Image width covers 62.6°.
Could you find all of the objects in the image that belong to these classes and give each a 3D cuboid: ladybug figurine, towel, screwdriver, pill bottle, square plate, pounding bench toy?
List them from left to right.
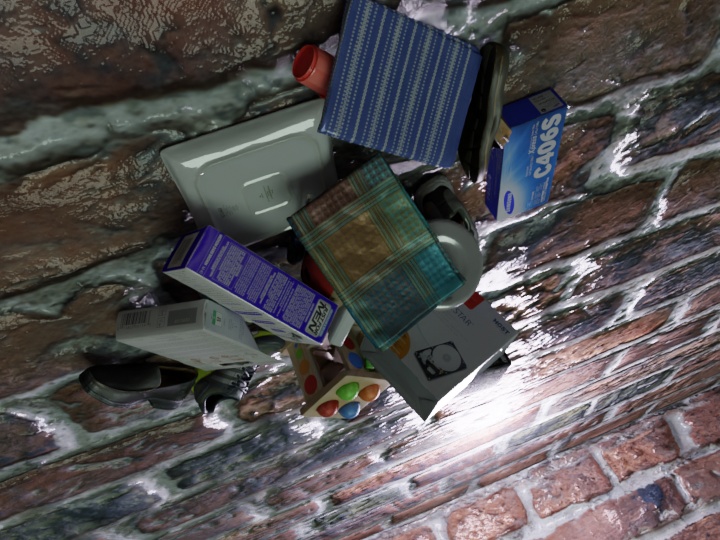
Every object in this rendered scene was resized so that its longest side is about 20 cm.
[{"bbox_3d":[-0.119,-0.102,0.740,0.197,0.029,0.201,-21,146,-8],"label":"square plate"},{"bbox_3d":[-0.083,-0.053,0.783,0.029,0.028,0.200,9,157,-3],"label":"screwdriver"},{"bbox_3d":[-0.038,-0.017,0.818,0.071,0.137,0.200,18,159,-10],"label":"ladybug figurine"},{"bbox_3d":[-0.018,0.150,1.029,0.124,0.157,0.200,16,128,-45],"label":"pounding bench toy"},{"bbox_3d":[0.024,-0.021,0.720,0.146,0.201,0.022,-37,-169,-12],"label":"towel"},{"bbox_3d":[0.049,-0.202,0.660,0.199,0.024,0.146,7,101,-37],"label":"towel"},{"bbox_3d":[0.082,-0.006,0.854,0.119,0.121,0.200,-16,-178,-14],"label":"pill bottle"}]

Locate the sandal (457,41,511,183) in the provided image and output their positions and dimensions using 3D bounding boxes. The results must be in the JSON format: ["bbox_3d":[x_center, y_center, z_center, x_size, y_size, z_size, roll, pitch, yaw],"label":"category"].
[{"bbox_3d":[0.167,-0.195,0.759,0.054,0.082,0.201,-7,136,-11],"label":"sandal"}]

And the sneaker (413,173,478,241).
[{"bbox_3d":[0.141,-0.064,0.916,0.074,0.080,0.200,-34,147,9],"label":"sneaker"}]

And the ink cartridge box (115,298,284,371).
[{"bbox_3d":[-0.227,0.100,0.872,0.160,0.051,0.200,-9,157,24],"label":"ink cartridge box"}]

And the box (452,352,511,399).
[{"bbox_3d":[0.142,0.121,1.053,0.163,0.201,0.086,-9,143,-23],"label":"box"}]

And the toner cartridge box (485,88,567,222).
[{"bbox_3d":[0.240,-0.163,0.877,0.094,0.043,0.201,-21,146,-5],"label":"toner cartridge box"}]

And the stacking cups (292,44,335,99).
[{"bbox_3d":[0.008,-0.192,0.679,0.199,0.061,0.061,14,130,-40],"label":"stacking cups"}]

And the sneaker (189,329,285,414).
[{"bbox_3d":[-0.204,0.173,1.006,0.199,0.081,0.074,-36,145,15],"label":"sneaker"}]

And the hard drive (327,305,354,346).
[{"bbox_3d":[0.000,0.000,0.867,0.026,0.133,0.201,17,133,-10],"label":"hard drive"}]

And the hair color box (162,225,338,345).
[{"bbox_3d":[-0.139,0.023,0.758,0.199,0.065,0.109,35,160,-26],"label":"hair color box"}]

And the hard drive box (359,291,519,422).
[{"bbox_3d":[0.125,0.113,0.943,0.199,0.156,0.077,-32,156,-33],"label":"hard drive box"}]

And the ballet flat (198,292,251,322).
[{"bbox_3d":[-0.156,0.051,0.886,0.200,0.072,0.072,17,128,-46],"label":"ballet flat"}]

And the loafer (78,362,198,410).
[{"bbox_3d":[-0.343,0.169,0.930,0.072,0.073,0.200,-44,153,11],"label":"loafer"}]
